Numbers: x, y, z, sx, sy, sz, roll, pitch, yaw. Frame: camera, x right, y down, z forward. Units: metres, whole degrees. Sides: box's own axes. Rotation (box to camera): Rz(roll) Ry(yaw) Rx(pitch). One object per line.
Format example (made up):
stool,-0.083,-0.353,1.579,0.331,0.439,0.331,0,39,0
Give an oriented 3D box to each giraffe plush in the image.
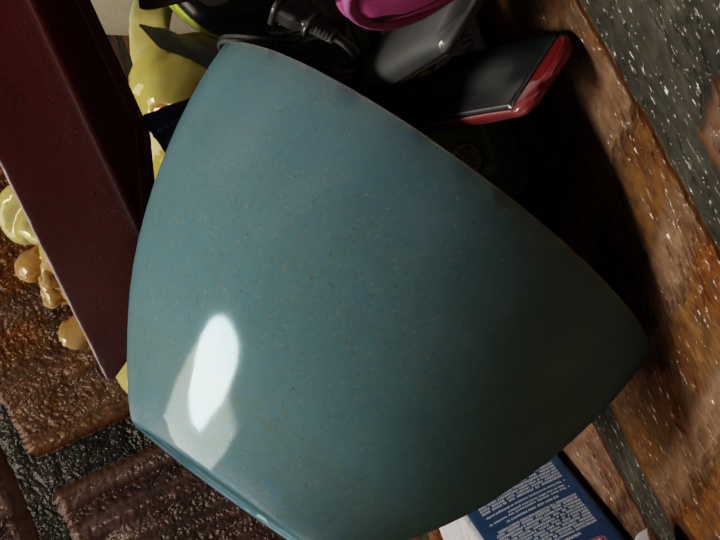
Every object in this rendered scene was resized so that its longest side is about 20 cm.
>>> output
giraffe plush,-0.084,-0.027,1.170,0.199,0.162,0.173,26,-155,-40

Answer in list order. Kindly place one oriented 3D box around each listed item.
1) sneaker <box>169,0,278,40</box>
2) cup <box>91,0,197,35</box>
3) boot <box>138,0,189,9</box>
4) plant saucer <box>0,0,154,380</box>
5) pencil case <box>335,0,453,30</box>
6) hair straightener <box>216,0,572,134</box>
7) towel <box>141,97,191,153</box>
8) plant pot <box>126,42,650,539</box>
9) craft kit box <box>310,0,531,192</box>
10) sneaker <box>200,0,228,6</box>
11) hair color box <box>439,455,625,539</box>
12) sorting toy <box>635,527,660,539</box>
sneaker,-0.075,-0.203,1.087,0.081,0.073,0.201,167,87,-77
cup,-0.123,-0.202,1.227,0.200,0.143,0.201,155,90,-83
boot,-0.072,-0.177,0.893,0.147,0.070,0.200,65,165,-11
plant saucer,-0.128,-0.086,0.973,0.200,0.037,0.200,-103,-9,-63
pencil case,-0.013,-0.177,0.716,0.094,0.091,0.201,-9,-112,-60
hair straightener,-0.001,-0.084,0.862,0.077,0.041,0.200,39,167,-19
towel,0.000,0.000,1.052,0.200,0.024,0.145,55,-146,8
plant pot,-0.010,0.029,0.895,0.200,0.135,0.200,34,171,6
craft kit box,-0.009,-0.147,0.977,0.198,0.048,0.200,65,174,-29
sneaker,-0.113,-0.197,1.001,0.201,0.099,0.075,66,171,-22
hair color box,0.088,0.143,1.192,0.100,0.060,0.200,68,173,-31
sorting toy,0.131,0.211,0.989,0.200,0.106,0.181,102,158,-55
